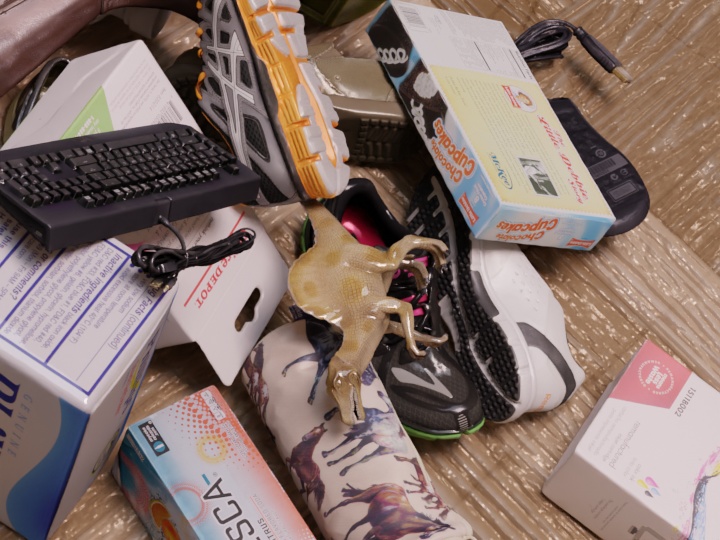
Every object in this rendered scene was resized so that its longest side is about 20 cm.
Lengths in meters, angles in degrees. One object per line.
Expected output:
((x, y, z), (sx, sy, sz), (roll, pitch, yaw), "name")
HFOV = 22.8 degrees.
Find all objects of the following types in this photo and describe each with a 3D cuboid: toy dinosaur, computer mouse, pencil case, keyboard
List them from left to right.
((-0.121, -0.041, 1.024), (0.127, 0.021, 0.199), (41, 29, 18), "keyboard")
((0.000, 0.000, 1.120), (0.100, 0.059, 0.201), (-1, 49, -17), "toy dinosaur")
((0.000, 0.115, 1.111), (0.089, 0.078, 0.201), (-34, 57, 6), "pencil case")
((0.163, -0.104, 1.357), (0.140, 0.046, 0.200), (-30, 62, -24), "computer mouse")

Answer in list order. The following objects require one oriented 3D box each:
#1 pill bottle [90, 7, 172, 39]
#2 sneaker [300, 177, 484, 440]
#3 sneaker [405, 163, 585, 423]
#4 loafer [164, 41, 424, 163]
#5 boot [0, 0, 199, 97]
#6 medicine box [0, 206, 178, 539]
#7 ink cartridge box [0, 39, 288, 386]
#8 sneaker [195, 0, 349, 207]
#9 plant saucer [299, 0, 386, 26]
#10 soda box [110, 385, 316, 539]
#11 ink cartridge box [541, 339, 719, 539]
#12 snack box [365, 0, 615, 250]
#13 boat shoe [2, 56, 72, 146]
((-0.220, -0.242, 1.265), (0.198, 0.105, 0.105), (27, 53, -2), "pill bottle")
((0.020, 0.025, 1.195), (0.076, 0.084, 0.201), (-19, 67, -29), "sneaker")
((0.093, 0.014, 1.250), (0.079, 0.074, 0.202), (0, 62, -37), "sneaker")
((-0.048, -0.125, 1.278), (0.198, 0.076, 0.068), (11, 51, -20), "loafer")
((-0.176, -0.159, 1.179), (0.199, 0.064, 0.187), (-37, 88, -20), "boot")
((-0.226, 0.035, 1.036), (0.199, 0.183, 0.103), (33, 54, 3), "medicine box")
((-0.135, -0.030, 1.144), (0.201, 0.067, 0.118), (58, 41, -27), "ink cartridge box")
((-0.074, -0.134, 1.146), (0.078, 0.077, 0.202), (-8, 79, -65), "sneaker")
((-0.065, -0.239, 1.287), (0.199, 0.200, 0.048), (29, 86, -6), "plant saucer")
((-0.070, 0.174, 1.079), (0.068, 0.064, 0.201), (-24, 69, -31), "soda box")
((0.237, 0.156, 1.202), (0.199, 0.068, 0.117), (37, 54, 5), "ink cartridge box")
((0.091, -0.104, 1.269), (0.115, 0.037, 0.201), (5, 47, -39), "snack box")
((-0.203, -0.051, 1.172), (0.071, 0.066, 0.203), (4, 57, -18), "boat shoe")
